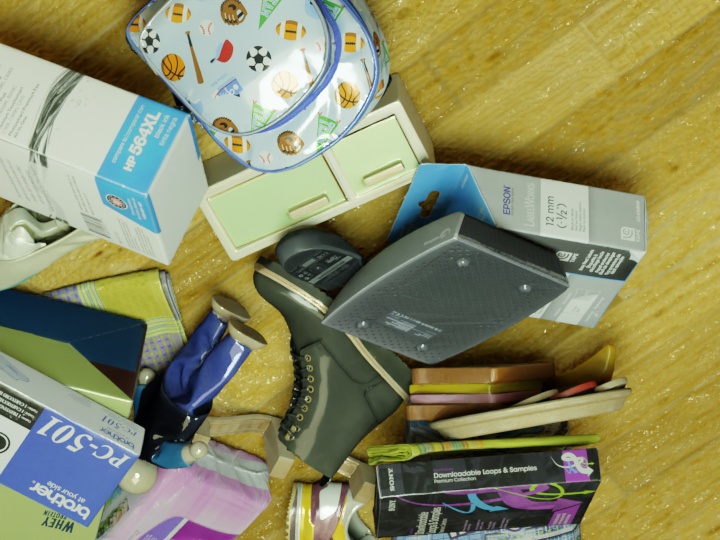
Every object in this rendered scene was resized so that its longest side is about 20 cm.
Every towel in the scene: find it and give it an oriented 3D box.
[{"bbox_3d":[-0.253,0.078,1.553,0.199,0.023,0.144,-11,119,6],"label":"towel"},{"bbox_3d":[0.111,0.161,1.487,0.199,0.086,0.018,0,84,-27],"label":"towel"}]

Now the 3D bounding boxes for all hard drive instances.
[{"bbox_3d":[0.070,0.016,1.408,0.134,0.043,0.200,21,147,-26],"label":"hard drive"}]

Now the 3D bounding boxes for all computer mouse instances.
[{"bbox_3d":[0.000,0.000,1.473,0.059,0.034,0.200,-31,144,29],"label":"computer mouse"}]

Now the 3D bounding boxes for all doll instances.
[{"bbox_3d":[-0.164,0.124,1.500,0.048,0.137,0.200,23,110,-41],"label":"doll"}]

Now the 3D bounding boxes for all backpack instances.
[{"bbox_3d":[-0.072,-0.179,1.326,0.200,0.154,0.191,-40,99,20],"label":"backpack"}]

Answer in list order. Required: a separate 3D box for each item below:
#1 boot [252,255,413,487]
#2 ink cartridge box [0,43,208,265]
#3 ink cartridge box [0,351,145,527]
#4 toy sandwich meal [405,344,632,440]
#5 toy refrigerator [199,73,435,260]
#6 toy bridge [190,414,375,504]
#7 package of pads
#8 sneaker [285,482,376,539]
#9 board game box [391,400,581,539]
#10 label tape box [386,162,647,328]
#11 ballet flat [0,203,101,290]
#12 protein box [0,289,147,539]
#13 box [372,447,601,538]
[{"bbox_3d":[-0.052,0.095,1.505,0.200,0.077,0.138,42,86,-19],"label":"boot"},{"bbox_3d":[-0.237,-0.099,1.351,0.199,0.085,0.146,22,161,9],"label":"ink cartridge box"},{"bbox_3d":[-0.292,0.131,1.390,0.199,0.044,0.094,30,115,-15],"label":"ink cartridge box"},{"bbox_3d":[0.145,0.106,1.488,0.204,0.205,0.071,-10,84,5],"label":"toy sandwich meal"},{"bbox_3d":[-0.040,-0.088,1.436,0.199,0.070,0.076,-23,116,11],"label":"toy refrigerator"},{"bbox_3d":[-0.080,0.169,1.576,0.199,0.067,0.027,19,118,-21],"label":"toy bridge"},{"bbox_3d":[-0.189,0.246,1.606,0.120,0.076,0.200,28,117,-30],"label":"package of pads"},{"bbox_3d":[-0.026,0.302,1.648,0.090,0.075,0.201,1,120,6],"label":"sneaker"},{"bbox_3d":[0.112,0.212,1.607,0.199,0.062,0.201,-8,119,4],"label":"board game box"},{"bbox_3d":[0.132,-0.021,1.438,0.199,0.066,0.143,8,150,-9],"label":"label tape box"},{"bbox_3d":[-0.274,-0.045,1.457,0.199,0.070,0.070,-26,116,5],"label":"ballet flat"},{"bbox_3d":[-0.316,0.140,1.498,0.198,0.135,0.201,14,117,-8],"label":"protein box"},{"bbox_3d":[0.111,0.206,1.505,0.199,0.036,0.143,-3,156,-1],"label":"box"}]
